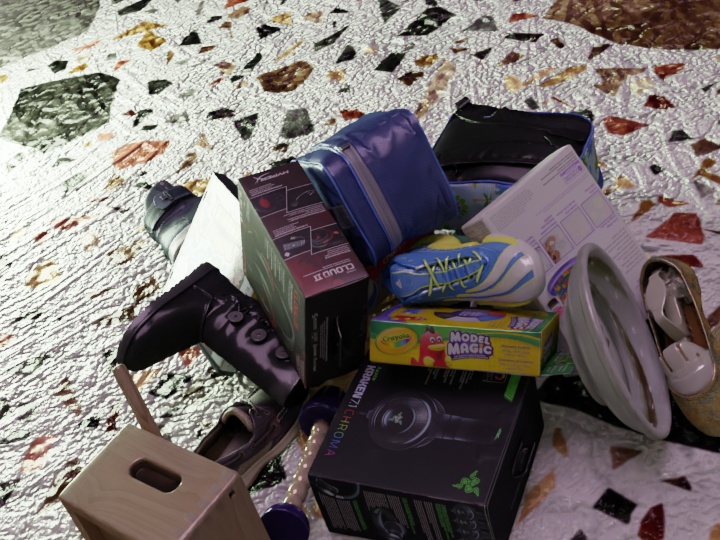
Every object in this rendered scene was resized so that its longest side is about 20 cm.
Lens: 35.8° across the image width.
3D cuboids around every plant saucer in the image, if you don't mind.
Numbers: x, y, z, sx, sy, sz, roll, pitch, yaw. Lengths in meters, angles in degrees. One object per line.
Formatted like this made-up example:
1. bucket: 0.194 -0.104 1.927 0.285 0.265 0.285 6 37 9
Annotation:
1. plant saucer: 0.243 0.074 1.096 0.050 0.201 0.202 -23 34 24

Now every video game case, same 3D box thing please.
1. video game case: -0.171 0.001 1.377 0.025 0.183 0.200 13 20 -38

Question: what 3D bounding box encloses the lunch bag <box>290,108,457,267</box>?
1. lunch bag: 0.001 -0.088 1.226 0.131 0.137 0.200 -30 11 -13

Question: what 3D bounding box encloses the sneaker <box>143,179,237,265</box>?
1. sneaker: -0.211 -0.098 1.564 0.201 0.078 0.146 -34 44 -18

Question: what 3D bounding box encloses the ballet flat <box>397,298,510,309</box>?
1. ballet flat: 0.139 0.026 1.293 0.197 0.068 0.068 -18 41 17

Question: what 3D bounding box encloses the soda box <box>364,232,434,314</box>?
1. soda box: 0.000 0.000 1.312 0.070 0.064 0.200 24 58 39

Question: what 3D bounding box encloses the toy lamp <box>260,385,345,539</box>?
1. toy lamp: -0.052 0.194 1.155 0.057 0.059 0.201 -4 30 17

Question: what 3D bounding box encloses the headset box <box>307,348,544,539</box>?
1. headset box: 0.076 0.180 1.106 0.197 0.094 0.175 5 44 26

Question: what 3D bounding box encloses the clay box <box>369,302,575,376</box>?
1. clay box: 0.119 0.067 1.114 0.197 0.048 0.115 2 8 18

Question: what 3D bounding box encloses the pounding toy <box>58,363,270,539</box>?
1. pounding toy: -0.185 0.226 1.081 0.198 0.186 0.142 16 49 36

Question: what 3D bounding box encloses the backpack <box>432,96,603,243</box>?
1. backpack: 0.192 -0.110 1.361 0.197 0.148 0.184 4 41 31

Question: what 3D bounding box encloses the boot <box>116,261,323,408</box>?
1. boot: -0.147 0.094 1.231 0.199 0.066 0.165 34 62 20

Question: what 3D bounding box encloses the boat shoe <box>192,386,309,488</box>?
1. boat shoe: -0.124 0.175 1.213 0.071 0.065 0.200 13 47 35

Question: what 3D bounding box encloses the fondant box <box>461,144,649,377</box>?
1. fondant box: 0.222 -0.010 1.197 0.144 0.201 0.058 -37 3 -23

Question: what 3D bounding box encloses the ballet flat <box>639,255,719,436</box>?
1. ballet flat: 0.323 0.070 1.124 0.070 0.071 0.202 -11 55 8

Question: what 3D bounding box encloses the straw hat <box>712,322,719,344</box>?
1. straw hat: 0.430 0.067 1.105 0.198 0.086 0.202 -12 39 9

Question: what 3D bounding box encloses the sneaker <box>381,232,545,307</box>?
1. sneaker: 0.095 0.011 1.136 0.104 0.077 0.199 -23 14 -30

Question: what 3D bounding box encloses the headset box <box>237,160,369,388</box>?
1. headset box: -0.057 0.010 1.167 0.074 0.150 0.201 -18 52 -18
